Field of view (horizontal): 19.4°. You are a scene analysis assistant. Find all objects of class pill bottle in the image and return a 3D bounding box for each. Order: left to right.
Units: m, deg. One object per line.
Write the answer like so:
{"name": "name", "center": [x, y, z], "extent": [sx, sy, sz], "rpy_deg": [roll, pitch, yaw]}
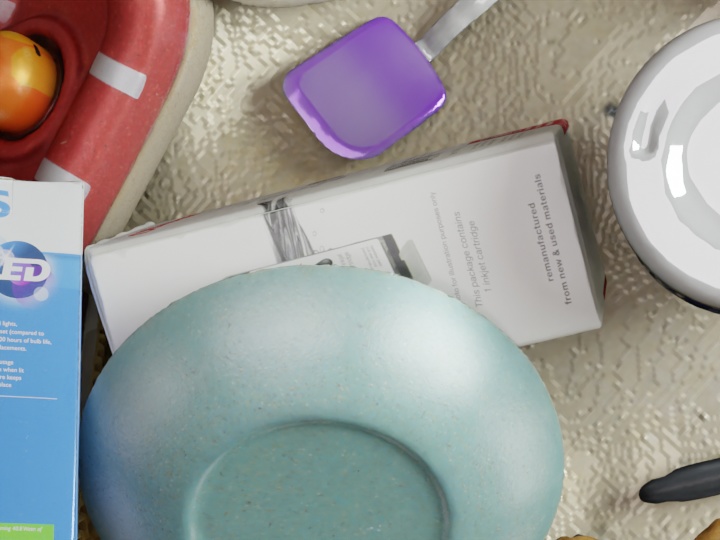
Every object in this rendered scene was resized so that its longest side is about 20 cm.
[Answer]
{"name": "pill bottle", "center": [0.159, -0.036, 0.859], "extent": [0.111, 0.200, 0.111], "rpy_deg": [0, 87, 9]}

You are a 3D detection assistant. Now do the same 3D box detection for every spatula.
{"name": "spatula", "center": [0.057, -0.125, 0.969], "extent": [0.200, 0.021, 0.057], "rpy_deg": [-38, 81, 5]}
{"name": "spatula", "center": [0.217, 0.068, 0.923], "extent": [0.199, 0.057, 0.021], "rpy_deg": [-22, 81, 11]}

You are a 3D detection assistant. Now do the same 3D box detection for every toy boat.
{"name": "toy boat", "center": [-0.159, -0.087, 0.933], "extent": [0.130, 0.131, 0.200], "rpy_deg": [29, 93, 40]}

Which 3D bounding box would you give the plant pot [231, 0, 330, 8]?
{"name": "plant pot", "center": [-0.018, -0.247, 0.912], "extent": [0.200, 0.200, 0.184], "rpy_deg": [-29, 73, 7]}

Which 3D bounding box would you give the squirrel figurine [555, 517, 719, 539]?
{"name": "squirrel figurine", "center": [0.138, 0.202, 0.891], "extent": [0.186, 0.142, 0.201], "rpy_deg": [9, 87, 16]}

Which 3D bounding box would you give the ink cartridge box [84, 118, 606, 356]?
{"name": "ink cartridge box", "center": [0.000, 0.000, 0.909], "extent": [0.199, 0.147, 0.083], "rpy_deg": [-14, 95, 9]}

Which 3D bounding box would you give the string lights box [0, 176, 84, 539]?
{"name": "string lights box", "center": [-0.164, 0.064, 0.839], "extent": [0.102, 0.059, 0.201], "rpy_deg": [3, 71, -13]}

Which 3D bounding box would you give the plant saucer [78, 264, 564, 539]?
{"name": "plant saucer", "center": [-0.016, 0.091, 0.849], "extent": [0.200, 0.039, 0.202], "rpy_deg": [0, 122, -1]}

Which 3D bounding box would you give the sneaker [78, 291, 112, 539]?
{"name": "sneaker", "center": [-0.156, 0.091, 0.931], "extent": [0.090, 0.075, 0.200], "rpy_deg": [-1, 50, 4]}
